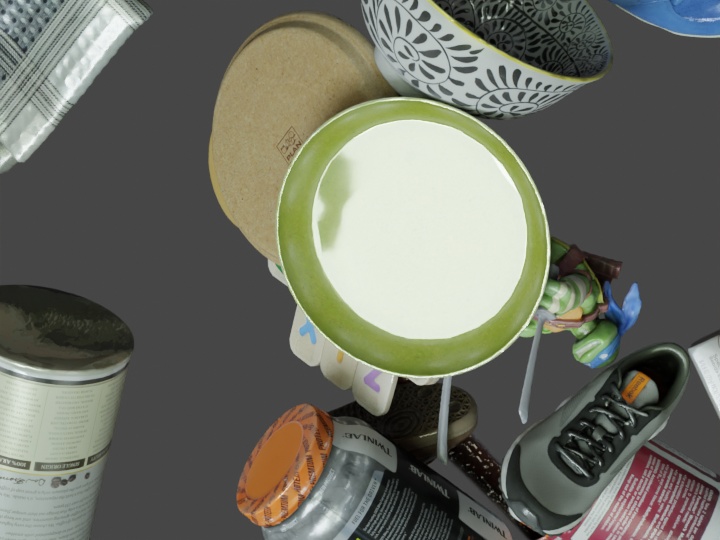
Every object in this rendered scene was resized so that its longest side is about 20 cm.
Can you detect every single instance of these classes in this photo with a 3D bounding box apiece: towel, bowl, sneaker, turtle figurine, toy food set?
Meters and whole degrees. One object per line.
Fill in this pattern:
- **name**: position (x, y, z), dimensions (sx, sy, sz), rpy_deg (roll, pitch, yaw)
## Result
- **towel**: position (-0.291, -0.198, 1.394), dimensions (0.192, 0.035, 0.200), rpy_deg (44, 113, -5)
- **bowl**: position (0.069, -0.166, 1.241), dimensions (0.200, 0.201, 0.094), rpy_deg (35, 120, -1)
- **sneaker**: position (0.010, 0.149, 1.443), dimensions (0.198, 0.071, 0.076), rpy_deg (-15, 125, 19)
- **turtle figurine**: position (0.097, 0.013, 1.313), dimensions (0.199, 0.144, 0.195), rpy_deg (-34, 87, -4)
- **sneaker**: position (0.170, 0.114, 1.287), dimensions (0.074, 0.200, 0.080), rpy_deg (43, 142, 10)
- **sneaker**: position (0.185, -0.212, 1.240), dimensions (0.199, 0.111, 0.077), rpy_deg (29, 113, 1)
- **toy food set**: position (-0.036, -0.090, 1.320), dimensions (0.198, 0.048, 0.201), rpy_deg (41, 120, 29)

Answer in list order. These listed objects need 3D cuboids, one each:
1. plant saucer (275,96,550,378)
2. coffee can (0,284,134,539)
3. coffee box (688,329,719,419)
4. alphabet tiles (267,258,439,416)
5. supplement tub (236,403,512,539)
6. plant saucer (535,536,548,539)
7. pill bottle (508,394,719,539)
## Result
- **plant saucer**: position (0.038, -0.025, 1.240), dimensions (0.198, 0.031, 0.202), rpy_deg (6, 109, 17)
- **coffee can**: position (-0.273, 0.134, 1.447), dimensions (0.145, 0.146, 0.202), rpy_deg (18, 112, 6)
- **coffee box**: position (0.338, 0.121, 1.314), dimensions (0.114, 0.080, 0.202), rpy_deg (-26, 85, 20)
- **alphabet tiles**: position (0.000, 0.000, 1.347), dimensions (0.200, 0.015, 0.197), rpy_deg (35, 120, 40)
- **supplement tub**: position (0.010, 0.194, 1.355), dimensions (0.199, 0.123, 0.122), rpy_deg (37, 114, -23)
- **plant saucer**: position (0.123, 0.326, 1.468), dimensions (0.198, 0.037, 0.201), rpy_deg (-25, 103, 19)
- **pill bottle**: position (0.223, 0.190, 1.375), dimensions (0.199, 0.110, 0.110), rpy_deg (31, 113, 1)
